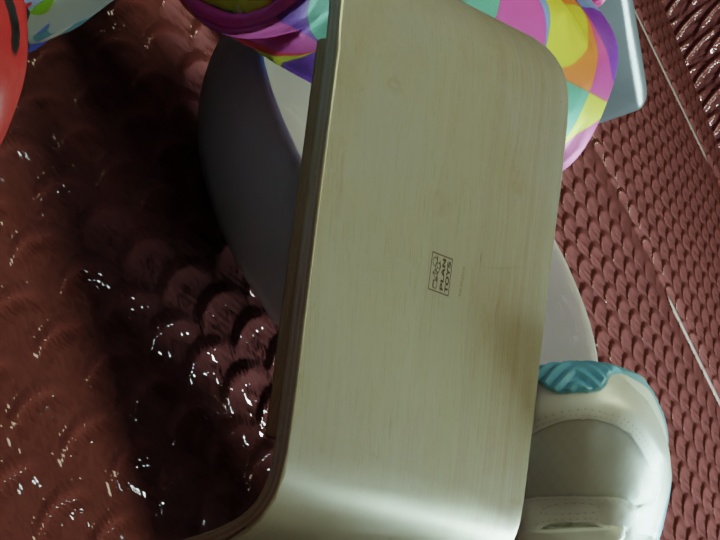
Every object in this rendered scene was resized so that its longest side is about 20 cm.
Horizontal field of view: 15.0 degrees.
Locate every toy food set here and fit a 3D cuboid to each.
[{"bbox_3d":[0.000,0.000,0.871,0.143,0.060,0.201,19,75,-56],"label":"toy food set"}]

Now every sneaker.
[{"bbox_3d":[0.073,0.116,0.970,0.081,0.076,0.201,-94,-176,-49],"label":"sneaker"}]

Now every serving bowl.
[{"bbox_3d":[0.004,-0.010,1.027,0.200,0.066,0.200,44,23,-24],"label":"serving bowl"}]

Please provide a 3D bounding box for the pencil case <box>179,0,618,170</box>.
[{"bbox_3d":[0.016,-0.095,0.975,0.200,0.088,0.089,22,44,-54],"label":"pencil case"}]

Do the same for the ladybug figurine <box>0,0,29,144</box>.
[{"bbox_3d":[-0.132,-0.095,0.635,0.201,0.072,0.136,66,7,4],"label":"ladybug figurine"}]

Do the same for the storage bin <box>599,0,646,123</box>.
[{"bbox_3d":[0.047,-0.136,1.211,0.200,0.134,0.146,73,4,-56],"label":"storage bin"}]

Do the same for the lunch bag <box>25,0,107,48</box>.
[{"bbox_3d":[-0.063,-0.153,0.777,0.127,0.170,0.200,44,23,-18],"label":"lunch bag"}]
